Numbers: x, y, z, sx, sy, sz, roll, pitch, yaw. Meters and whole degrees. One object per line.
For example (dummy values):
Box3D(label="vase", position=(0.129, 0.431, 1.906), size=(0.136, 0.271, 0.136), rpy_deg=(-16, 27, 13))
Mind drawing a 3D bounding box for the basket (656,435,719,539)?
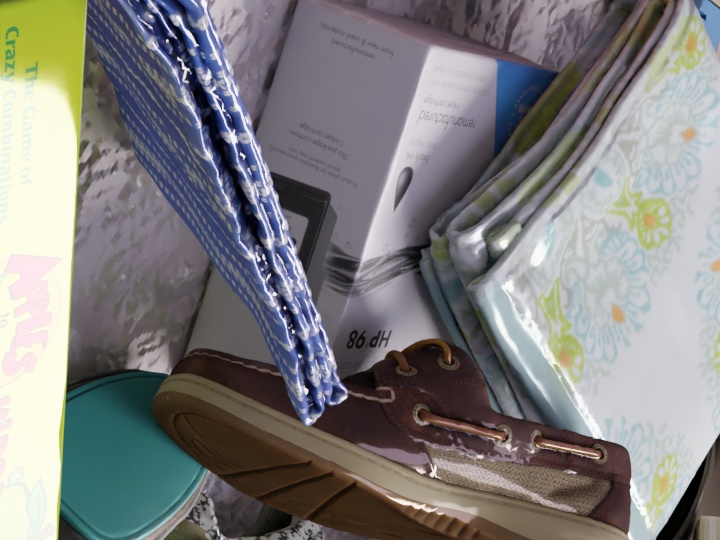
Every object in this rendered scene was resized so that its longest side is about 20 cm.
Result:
Box3D(label="basket", position=(0.127, 0.094, 0.958), size=(0.200, 0.135, 0.182), rpy_deg=(48, 34, -65))

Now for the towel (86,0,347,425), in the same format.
Box3D(label="towel", position=(-0.064, -0.057, 0.531), size=(0.024, 0.145, 0.201), rpy_deg=(-30, 142, -10))

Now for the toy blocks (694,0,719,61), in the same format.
Box3D(label="toy blocks", position=(0.178, -0.124, 0.939), size=(0.136, 0.099, 0.202), rpy_deg=(20, 83, -53))

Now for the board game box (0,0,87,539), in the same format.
Box3D(label="board game box", position=(-0.127, 0.006, 0.496), size=(0.047, 0.101, 0.201), rpy_deg=(-19, 128, -42))

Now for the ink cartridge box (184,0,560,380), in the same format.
Box3D(label="ink cartridge box", position=(0.000, 0.000, 0.744), size=(0.116, 0.066, 0.201), rpy_deg=(0, 111, -58))

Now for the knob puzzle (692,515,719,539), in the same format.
Box3D(label="knob puzzle", position=(0.161, 0.208, 0.838), size=(0.220, 0.030, 0.222), rpy_deg=(4, 90, -81))

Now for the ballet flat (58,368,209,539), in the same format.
Box3D(label="ballet flat", position=(-0.119, 0.094, 0.625), size=(0.064, 0.068, 0.200), rpy_deg=(-38, -176, 31))

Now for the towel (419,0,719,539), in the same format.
Box3D(label="towel", position=(0.115, 0.004, 0.773), size=(0.171, 0.048, 0.201), rpy_deg=(-50, 131, -25))

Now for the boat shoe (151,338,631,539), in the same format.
Box3D(label="boat shoe", position=(0.019, 0.060, 0.679), size=(0.199, 0.072, 0.073), rpy_deg=(21, 67, -20))

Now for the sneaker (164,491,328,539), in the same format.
Box3D(label="sneaker", position=(-0.076, 0.136, 0.745), size=(0.199, 0.076, 0.089), rpy_deg=(-14, 92, -54))
